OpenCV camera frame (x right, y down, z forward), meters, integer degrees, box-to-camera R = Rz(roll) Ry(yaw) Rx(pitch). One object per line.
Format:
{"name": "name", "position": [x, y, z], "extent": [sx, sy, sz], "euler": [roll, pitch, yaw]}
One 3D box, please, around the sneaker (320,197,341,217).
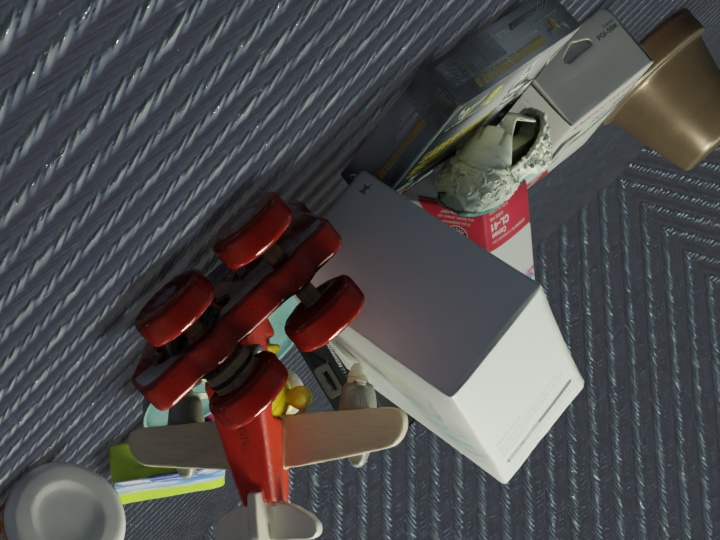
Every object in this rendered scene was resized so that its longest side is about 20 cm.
{"name": "sneaker", "position": [0.033, 0.011, 1.643], "extent": [0.108, 0.201, 0.067], "euler": [-48, -158, 6]}

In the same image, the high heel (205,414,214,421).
{"name": "high heel", "position": [-0.165, 0.115, 1.799], "extent": [0.068, 0.096, 0.200], "euler": [-51, -164, -11]}

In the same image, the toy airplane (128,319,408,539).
{"name": "toy airplane", "position": [-0.080, 0.136, 1.493], "extent": [0.200, 0.199, 0.141], "euler": [-56, 176, 25]}

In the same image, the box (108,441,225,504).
{"name": "box", "position": [-0.205, 0.210, 1.862], "extent": [0.121, 0.048, 0.200], "euler": [-9, 168, -7]}

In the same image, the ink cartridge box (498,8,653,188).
{"name": "ink cartridge box", "position": [0.215, -0.178, 1.922], "extent": [0.146, 0.083, 0.200], "euler": [-38, 172, -27]}

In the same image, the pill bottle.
{"name": "pill bottle", "position": [-0.297, 0.266, 1.622], "extent": [0.112, 0.112, 0.200], "euler": [-37, 171, -38]}

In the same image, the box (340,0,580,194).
{"name": "box", "position": [0.089, -0.149, 1.531], "extent": [0.200, 0.048, 0.159], "euler": [-37, 171, -44]}

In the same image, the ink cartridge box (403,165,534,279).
{"name": "ink cartridge box", "position": [0.091, 0.006, 1.704], "extent": [0.085, 0.147, 0.202], "euler": [-34, 124, -47]}

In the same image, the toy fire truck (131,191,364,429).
{"name": "toy fire truck", "position": [-0.099, 0.027, 1.366], "extent": [0.200, 0.112, 0.168], "euler": [-44, -165, -7]}

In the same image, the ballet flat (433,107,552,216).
{"name": "ballet flat", "position": [0.122, -0.107, 1.574], "extent": [0.072, 0.072, 0.200], "euler": [-46, 175, 30]}

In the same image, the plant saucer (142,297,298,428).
{"name": "plant saucer", "position": [-0.130, 0.074, 1.620], "extent": [0.199, 0.036, 0.200], "euler": [-36, 163, -13]}

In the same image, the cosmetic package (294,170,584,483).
{"name": "cosmetic package", "position": [0.063, 0.051, 1.479], "extent": [0.123, 0.199, 0.200], "euler": [-49, 149, -11]}

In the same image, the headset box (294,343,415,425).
{"name": "headset box", "position": [0.030, 0.074, 1.966], "extent": [0.200, 0.175, 0.092], "euler": [-39, -168, -34]}

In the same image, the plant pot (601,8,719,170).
{"name": "plant pot", "position": [0.444, -0.240, 2.471], "extent": [0.200, 0.175, 0.200], "euler": [-40, 173, -6]}
